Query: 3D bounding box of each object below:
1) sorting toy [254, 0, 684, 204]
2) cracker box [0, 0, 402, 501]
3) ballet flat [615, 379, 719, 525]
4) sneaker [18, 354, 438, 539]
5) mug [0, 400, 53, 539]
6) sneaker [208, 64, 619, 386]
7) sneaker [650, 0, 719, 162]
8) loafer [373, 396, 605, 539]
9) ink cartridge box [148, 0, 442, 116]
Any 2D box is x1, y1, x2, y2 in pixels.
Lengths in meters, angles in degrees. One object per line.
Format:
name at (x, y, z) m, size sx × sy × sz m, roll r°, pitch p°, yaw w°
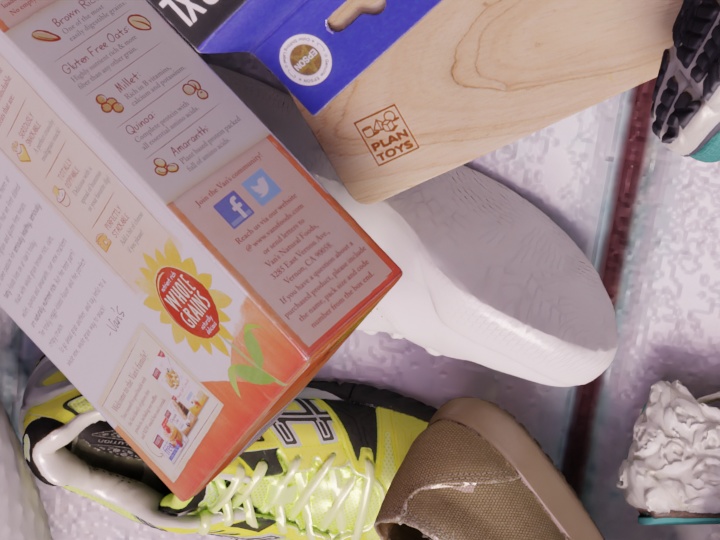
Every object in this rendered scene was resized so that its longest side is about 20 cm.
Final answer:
sorting toy at (0.041, -0.154, 0.722) m, size 0.199 × 0.070 × 0.199 m, roll -23°, pitch 109°, yaw 25°
cracker box at (-0.092, -0.028, 0.755) m, size 0.200 × 0.058 × 0.134 m, roll 46°, pitch 145°, yaw 4°
ballet flat at (0.199, 0.072, 0.811) m, size 0.199 × 0.072 × 0.072 m, roll 4°, pitch 115°, yaw 5°
sneaker at (-0.041, 0.084, 0.843) m, size 0.199 × 0.076 × 0.076 m, roll 10°, pitch 113°, yaw 1°
mug at (-0.187, 0.123, 0.818) m, size 0.147 × 0.200 × 0.176 m, roll -24°, pitch 118°, yaw -7°
sneaker at (0.000, 0.000, 0.811) m, size 0.199 × 0.075 × 0.089 m, roll 28°, pitch 125°, yaw 4°
sneaker at (0.168, -0.101, 0.639) m, size 0.080 × 0.078 × 0.200 m, roll 37°, pitch 112°, yaw -19°
loafer at (0.077, 0.142, 0.790) m, size 0.200 × 0.067 × 0.076 m, roll 50°, pitch 157°, yaw 11°
ink cartridge box at (-0.057, -0.144, 0.696) m, size 0.200 × 0.037 × 0.095 m, roll 44°, pitch 119°, yaw -12°
